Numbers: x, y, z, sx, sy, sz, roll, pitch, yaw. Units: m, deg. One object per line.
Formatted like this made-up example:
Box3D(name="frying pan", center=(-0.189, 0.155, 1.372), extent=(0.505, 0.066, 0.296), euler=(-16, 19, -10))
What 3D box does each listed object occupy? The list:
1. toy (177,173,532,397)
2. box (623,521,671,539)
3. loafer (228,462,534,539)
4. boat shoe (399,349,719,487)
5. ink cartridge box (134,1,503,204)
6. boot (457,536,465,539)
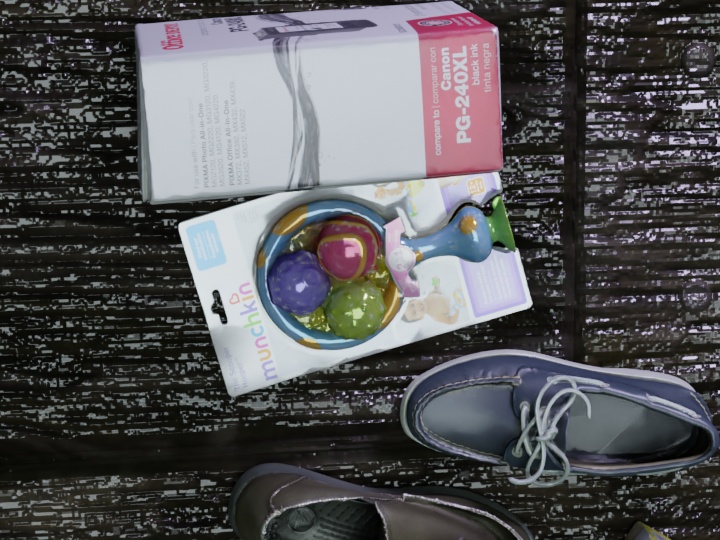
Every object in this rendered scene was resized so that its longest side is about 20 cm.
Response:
Box3D(name="toy", center=(0.000, 0.000, 1.167), extent=(0.198, 0.047, 0.116), euler=(-17, 103, -4))
Box3D(name="box", center=(0.152, 0.266, 1.237), extent=(0.050, 0.075, 0.201), euler=(30, 96, -15))
Box3D(name="loafer", center=(0.015, 0.173, 1.197), extent=(0.198, 0.070, 0.076), euler=(9, 101, -10))
Box3D(name="boat shoe", center=(0.125, 0.097, 1.199), extent=(0.198, 0.062, 0.076), euler=(8, 104, -9))
Box3D(name="ink cartridge box", center=(-0.030, -0.099, 1.090), extent=(0.198, 0.145, 0.084), euler=(-5, 105, -7))
Box3D(name="boot", center=(0.033, 0.226, 1.184), extent=(0.198, 0.070, 0.175), euler=(14, 126, -20))
